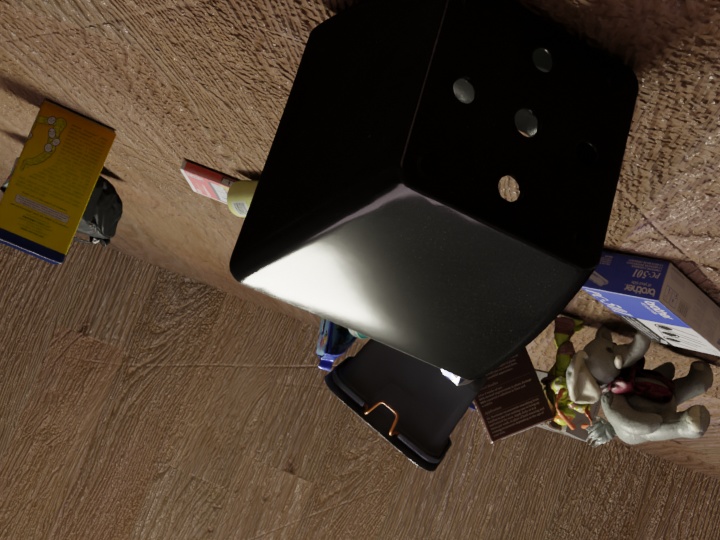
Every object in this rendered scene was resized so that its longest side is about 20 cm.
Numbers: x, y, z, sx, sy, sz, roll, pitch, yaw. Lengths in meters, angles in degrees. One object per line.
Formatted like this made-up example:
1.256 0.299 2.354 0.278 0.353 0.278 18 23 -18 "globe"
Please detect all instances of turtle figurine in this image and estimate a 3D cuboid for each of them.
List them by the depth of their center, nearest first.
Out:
0.297 0.157 1.585 0.064 0.163 0.200 -2 164 25 "turtle figurine"

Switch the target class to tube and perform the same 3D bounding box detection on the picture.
-0.101 -0.093 1.417 0.058 0.052 0.199 -24 -162 -34 "tube"

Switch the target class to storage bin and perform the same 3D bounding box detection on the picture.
0.070 0.156 1.510 0.200 0.135 0.145 39 -163 9 "storage bin"

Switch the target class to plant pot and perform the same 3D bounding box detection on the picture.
0.061 -0.067 0.690 0.198 0.201 0.177 24 159 -18 "plant pot"

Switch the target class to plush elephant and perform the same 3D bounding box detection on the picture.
0.365 0.146 1.487 0.199 0.165 0.155 -25 102 34 "plush elephant"

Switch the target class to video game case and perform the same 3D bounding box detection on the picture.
-0.160 -0.103 1.596 0.199 0.018 0.143 21 172 2 "video game case"

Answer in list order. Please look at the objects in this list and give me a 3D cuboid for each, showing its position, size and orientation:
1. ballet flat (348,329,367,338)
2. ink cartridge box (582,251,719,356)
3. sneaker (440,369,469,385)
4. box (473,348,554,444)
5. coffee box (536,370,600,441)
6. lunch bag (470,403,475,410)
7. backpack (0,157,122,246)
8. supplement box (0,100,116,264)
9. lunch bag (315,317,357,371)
0.000 0.000 1.436 0.074 0.074 0.201 19 132 15 "ballet flat"
0.321 0.037 1.165 0.094 0.045 0.200 12 168 42 "ink cartridge box"
0.141 0.067 1.473 0.115 0.199 0.081 30 131 19 "sneaker"
0.195 0.140 1.581 0.099 0.201 0.075 -21 171 0 "box"
0.413 0.285 2.347 0.079 0.114 0.199 26 170 -32 "coffee box"
0.125 0.111 1.719 0.127 0.171 0.200 11 168 30 "lunch bag"
-0.537 -0.141 1.955 0.199 0.127 0.167 19 161 20 "backpack"
-0.438 -0.120 1.541 0.109 0.201 0.109 24 171 -18 "supplement box"
-0.014 0.050 1.565 0.093 0.201 0.151 21 172 -6 "lunch bag"
